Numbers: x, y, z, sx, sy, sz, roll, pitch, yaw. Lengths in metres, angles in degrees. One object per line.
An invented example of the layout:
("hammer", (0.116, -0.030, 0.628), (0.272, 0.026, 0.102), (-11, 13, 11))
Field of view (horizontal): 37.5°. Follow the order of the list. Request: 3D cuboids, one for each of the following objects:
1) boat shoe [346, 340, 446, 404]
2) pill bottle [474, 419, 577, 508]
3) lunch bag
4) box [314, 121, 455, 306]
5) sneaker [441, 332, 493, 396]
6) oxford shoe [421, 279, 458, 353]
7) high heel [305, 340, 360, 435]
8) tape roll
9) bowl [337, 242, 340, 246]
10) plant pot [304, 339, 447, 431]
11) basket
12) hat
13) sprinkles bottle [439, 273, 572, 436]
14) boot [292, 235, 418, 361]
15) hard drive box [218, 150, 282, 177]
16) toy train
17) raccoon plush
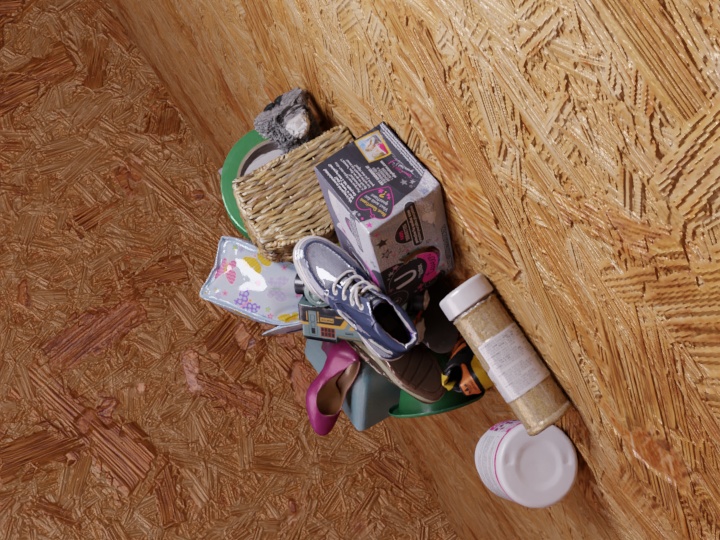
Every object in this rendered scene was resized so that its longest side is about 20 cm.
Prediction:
("boat shoe", (0.046, 0.125, 1.576), (0.202, 0.074, 0.075), (44, 155, 16))
("pill bottle", (0.225, 0.268, 1.492), (0.114, 0.113, 0.200), (56, 171, 3))
("lunch bag", (-0.130, 0.037, 1.656), (0.197, 0.129, 0.170), (20, 180, 7))
("box", (0.035, -0.063, 1.361), (0.133, 0.114, 0.201), (51, 170, 30))
("sneaker", (0.145, 0.132, 1.524), (0.071, 0.089, 0.200), (58, 171, -11))
("oxford shoe", (0.093, 0.025, 1.542), (0.202, 0.071, 0.071), (67, -167, 12))
("high heel", (-0.041, 0.200, 1.723), (0.096, 0.066, 0.203), (-134, 42, -53))
("tape roll", (-0.127, -0.137, 1.723), (0.202, 0.199, 0.048), (55, 171, 8))
("bowl", (0.000, 0.000, 1.650), (0.202, 0.107, 0.200), (58, -172, -12))
("plant pot", (0.030, 0.107, 1.805), (0.196, 0.194, 0.201), (51, 156, 32))
("basket", (-0.072, -0.091, 1.564), (0.144, 0.198, 0.149), (59, 171, 16))
("hat", (0.105, 0.133, 1.712), (0.200, 0.163, 0.179), (-53, -50, -88))
("sprinkles bottle", (0.179, 0.103, 1.308), (0.201, 0.068, 0.068), (56, 171, 7))
("boot", (-0.003, 0.027, 1.343), (0.200, 0.073, 0.090), (45, 162, 0))
("hard drive box", (-0.148, -0.139, 1.992), (0.202, 0.155, 0.077), (62, 171, -25))
("toy train", (0.001, 0.051, 1.495), (0.086, 0.197, 0.116), (-62, -26, -55))
("raccoon plush", (-0.091, -0.186, 1.610), (0.135, 0.096, 0.201), (55, -169, -24))
